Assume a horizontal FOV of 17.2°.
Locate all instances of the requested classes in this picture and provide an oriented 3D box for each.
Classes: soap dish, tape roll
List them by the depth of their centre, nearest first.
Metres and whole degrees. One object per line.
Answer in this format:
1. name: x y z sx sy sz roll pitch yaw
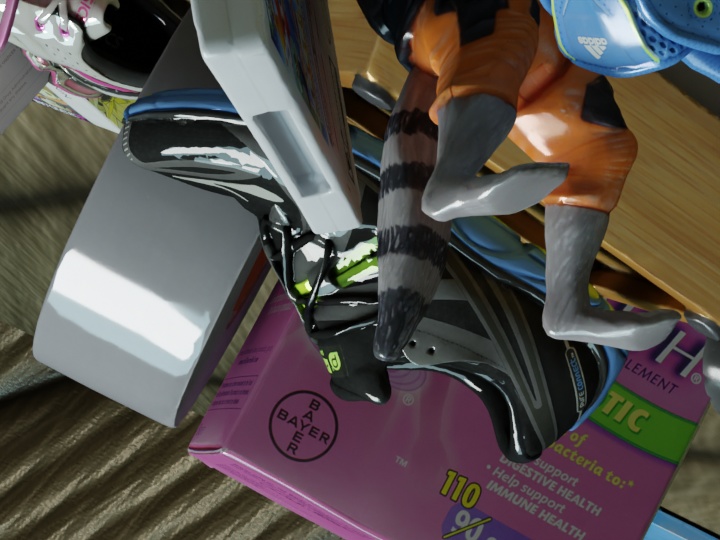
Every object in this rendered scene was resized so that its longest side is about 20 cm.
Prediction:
1. soap dish: 0.065 -0.057 0.836 0.200 0.081 0.157 34 176 -19
2. tape roll: -0.058 -0.038 0.968 0.066 0.201 0.200 27 170 2

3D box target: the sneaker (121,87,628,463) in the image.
1. sneaker: 0.000 0.000 0.836 0.199 0.083 0.071 33 176 -9

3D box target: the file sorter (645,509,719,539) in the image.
1. file sorter: 0.261 0.285 1.968 0.138 0.123 0.200 26 170 15

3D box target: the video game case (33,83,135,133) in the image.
1. video game case: -0.239 -0.155 1.350 0.199 0.036 0.181 21 166 36

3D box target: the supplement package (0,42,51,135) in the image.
1. supplement package: -0.269 -0.136 1.168 0.119 0.121 0.200 18 151 48

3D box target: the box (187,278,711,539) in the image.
1. box: 0.054 0.032 1.013 0.175 0.201 0.097 30 170 -9

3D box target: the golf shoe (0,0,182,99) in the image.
1. golf shoe: -0.157 -0.140 1.122 0.199 0.073 0.092 24 169 -41

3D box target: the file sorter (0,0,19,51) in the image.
1. file sorter: -0.227 -0.129 0.911 0.138 0.126 0.200 26 -153 15

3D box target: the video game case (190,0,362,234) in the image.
1. video game case: -0.029 -0.099 0.637 0.018 0.144 0.200 -10 168 4

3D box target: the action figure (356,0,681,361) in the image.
1. action figure: 0.012 -0.086 0.634 0.104 0.194 0.200 -30 150 25

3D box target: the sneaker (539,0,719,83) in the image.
1. sneaker: 0.067 -0.107 0.542 0.076 0.106 0.200 9 162 46

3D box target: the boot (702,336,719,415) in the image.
1. boot: 0.236 0.077 0.842 0.199 0.066 0.165 13 163 33
